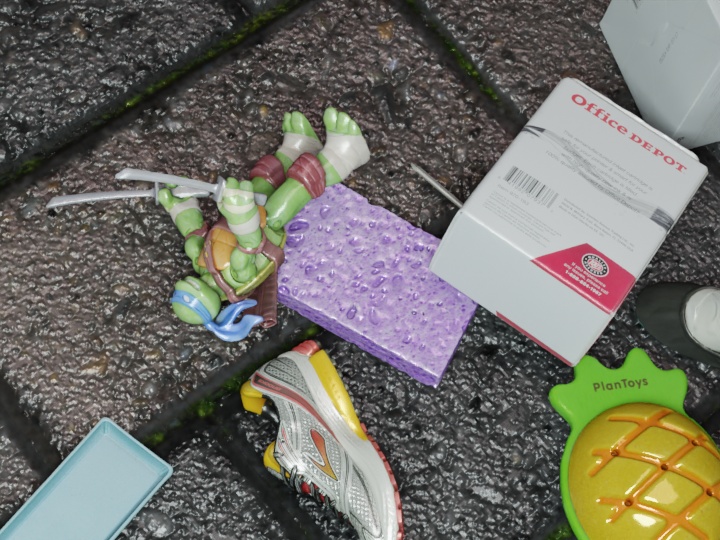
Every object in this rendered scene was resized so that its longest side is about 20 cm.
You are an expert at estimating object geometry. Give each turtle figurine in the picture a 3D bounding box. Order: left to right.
[{"bbox_3d":[-0.103,-0.068,1.452,0.200,0.144,0.194,42,64,7],"label":"turtle figurine"}]

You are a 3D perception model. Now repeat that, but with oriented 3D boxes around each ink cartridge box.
[{"bbox_3d":[0.170,-0.043,1.524,0.145,0.083,0.200,34,50,7],"label":"ink cartridge box"}]

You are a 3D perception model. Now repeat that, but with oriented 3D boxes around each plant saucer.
[{"bbox_3d":[-0.227,0.201,1.401,0.070,0.019,0.200,36,59,8],"label":"plant saucer"}]

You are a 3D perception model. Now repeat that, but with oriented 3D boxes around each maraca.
[{"bbox_3d":[0.217,0.152,1.455,0.137,0.107,0.200,-5,61,-14],"label":"maraca"}]

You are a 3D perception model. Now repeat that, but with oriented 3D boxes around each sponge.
[{"bbox_3d":[0.000,0.000,1.530,0.200,0.030,0.112,29,65,5],"label":"sponge"}]

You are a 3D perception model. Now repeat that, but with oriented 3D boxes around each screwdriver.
[{"bbox_3d":[0.117,-0.023,1.565,0.200,0.029,0.028,38,66,13],"label":"screwdriver"}]

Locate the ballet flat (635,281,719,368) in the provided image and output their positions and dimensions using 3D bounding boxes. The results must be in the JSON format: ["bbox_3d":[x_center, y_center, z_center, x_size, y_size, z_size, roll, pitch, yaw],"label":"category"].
[{"bbox_3d":[0.323,0.055,1.535,0.200,0.068,0.068,26,65,3],"label":"ballet flat"}]

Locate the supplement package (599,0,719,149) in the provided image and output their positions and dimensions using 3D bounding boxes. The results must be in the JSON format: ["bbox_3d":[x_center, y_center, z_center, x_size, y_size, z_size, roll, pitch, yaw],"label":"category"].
[{"bbox_3d":[0.340,-0.222,1.594,0.200,0.191,0.147,-15,70,-16],"label":"supplement package"}]

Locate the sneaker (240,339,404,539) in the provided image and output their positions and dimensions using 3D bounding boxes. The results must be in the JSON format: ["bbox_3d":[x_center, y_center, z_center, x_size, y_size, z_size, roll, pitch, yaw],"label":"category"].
[{"bbox_3d":[-0.027,0.153,1.439,0.082,0.078,0.200,-23,62,-14],"label":"sneaker"}]
